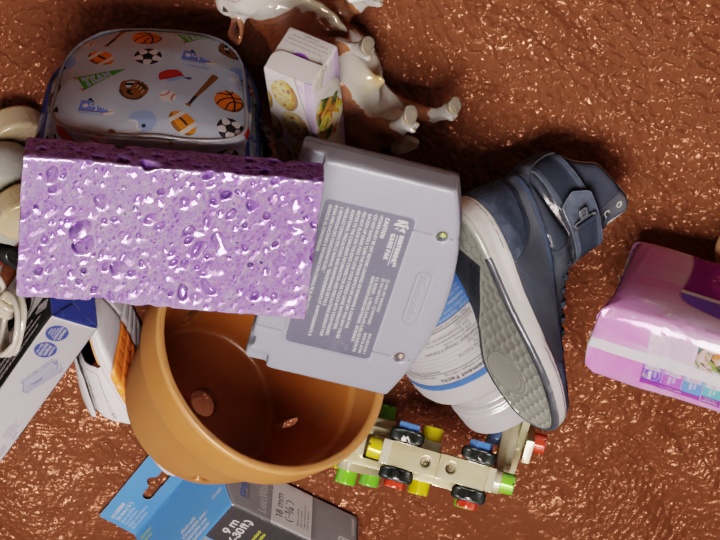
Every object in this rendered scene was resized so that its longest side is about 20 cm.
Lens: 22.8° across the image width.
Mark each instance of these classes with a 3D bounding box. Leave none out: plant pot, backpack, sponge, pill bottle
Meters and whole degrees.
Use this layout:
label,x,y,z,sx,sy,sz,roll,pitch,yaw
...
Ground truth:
label,x,y,z,sx,sy,sz,roll,pitch,yaw
plant pot,-0.100,0.086,1.424,0.200,0.201,0.140,29,145,-19
backpack,-0.152,-0.088,1.280,0.199,0.191,0.155,7,123,-10
sponge,-0.127,-0.027,1.191,0.199,0.030,0.112,5,123,-9
pill bottle,0.069,0.035,1.418,0.112,0.112,0.200,-24,125,20

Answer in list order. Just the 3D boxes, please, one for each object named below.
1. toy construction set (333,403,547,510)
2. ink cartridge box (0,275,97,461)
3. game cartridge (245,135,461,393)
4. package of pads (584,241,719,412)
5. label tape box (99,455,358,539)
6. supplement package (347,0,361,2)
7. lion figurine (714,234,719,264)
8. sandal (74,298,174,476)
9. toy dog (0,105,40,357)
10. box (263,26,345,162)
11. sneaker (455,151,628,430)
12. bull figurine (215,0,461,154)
label,x,y,z,sx,sy,sz,roll,pitch,yaw
toy construction set,0.061,0.156,1.513,0.199,0.131,0.093,0,85,1
ink cartridge box,-0.283,0.072,1.469,0.044,0.094,0.200,18,128,-30
game cartridge,0.000,0.000,1.301,0.132,0.041,0.201,16,127,-3
package of pads,0.281,0.052,1.358,0.199,0.121,0.076,17,125,14
label tape box,-0.123,0.246,1.626,0.199,0.063,0.144,28,124,-19
supplement package,0.034,-0.278,1.111,0.119,0.200,0.122,-11,127,11
lion figurine,0.343,0.007,1.422,0.200,0.073,0.122,40,129,-10
sandal,-0.205,0.101,1.502,0.059,0.079,0.207,-8,128,15
toy dog,-0.304,-0.036,1.380,0.096,0.132,0.201,4,123,-30
box,-0.037,-0.099,1.290,0.041,0.039,0.200,25,156,14
sneaker,0.152,0.008,1.360,0.077,0.146,0.203,11,128,52
bull figurine,-0.018,-0.155,1.287,0.121,0.065,0.200,6,149,44
